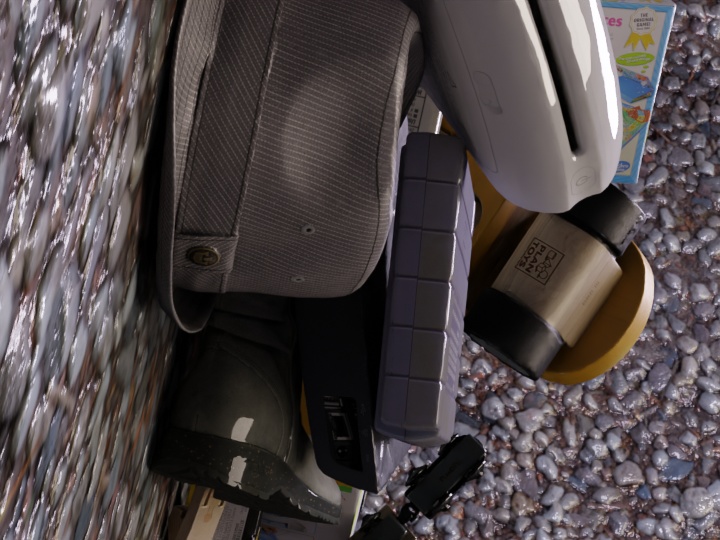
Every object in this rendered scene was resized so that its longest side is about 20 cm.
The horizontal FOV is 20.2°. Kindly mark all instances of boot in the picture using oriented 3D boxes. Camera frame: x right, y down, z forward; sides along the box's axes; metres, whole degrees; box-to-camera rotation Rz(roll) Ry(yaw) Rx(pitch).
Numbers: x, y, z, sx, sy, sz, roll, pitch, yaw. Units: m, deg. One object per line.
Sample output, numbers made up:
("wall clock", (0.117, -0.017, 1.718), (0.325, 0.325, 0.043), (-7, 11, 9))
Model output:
("boot", (-0.041, 0.056, 1.043), (0.200, 0.067, 0.132), (45, 57, -70))

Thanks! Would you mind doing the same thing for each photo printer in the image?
("photo printer", (0.046, -0.131, 0.876), (0.201, 0.069, 0.167), (59, -7, 46))

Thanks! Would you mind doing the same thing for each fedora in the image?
("fedora", (-0.024, -0.060, 0.825), (0.201, 0.089, 0.178), (101, 2, -45))

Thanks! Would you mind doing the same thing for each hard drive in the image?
("hard drive", (0.000, 0.000, 1.040), (0.135, 0.042, 0.202), (-44, 131, -72))

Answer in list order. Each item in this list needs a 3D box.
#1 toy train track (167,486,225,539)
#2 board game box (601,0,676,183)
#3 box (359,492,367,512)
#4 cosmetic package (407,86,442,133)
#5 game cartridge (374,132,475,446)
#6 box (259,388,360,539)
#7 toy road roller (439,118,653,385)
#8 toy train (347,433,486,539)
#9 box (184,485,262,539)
("toy train track", (-0.066, 0.056, 1.100), (0.114, 0.032, 0.202), (9, 104, -55))
("board game box", (0.109, -0.132, 1.398), (0.034, 0.198, 0.136), (-119, -145, -60))
("box", (-0.024, 0.056, 1.451), (0.122, 0.105, 0.202), (-70, 173, -83))
("cosmetic package", (0.008, -0.135, 1.177), (0.087, 0.102, 0.202), (94, 10, -73))
("game cartridge", (0.031, 0.016, 0.944), (0.200, 0.038, 0.131), (55, 45, -82))
("box", (-0.042, 0.104, 1.256), (0.201, 0.100, 0.113), (100, 4, -59))
("toy road roller", (0.087, -0.007, 1.240), (0.123, 0.199, 0.146), (-55, 149, -5))
("toy train", (0.001, 0.173, 1.221), (0.200, 0.034, 0.046), (-44, 171, -3))
("box", (-0.100, 0.235, 1.190), (0.200, 0.049, 0.161), (102, 0, -61))
